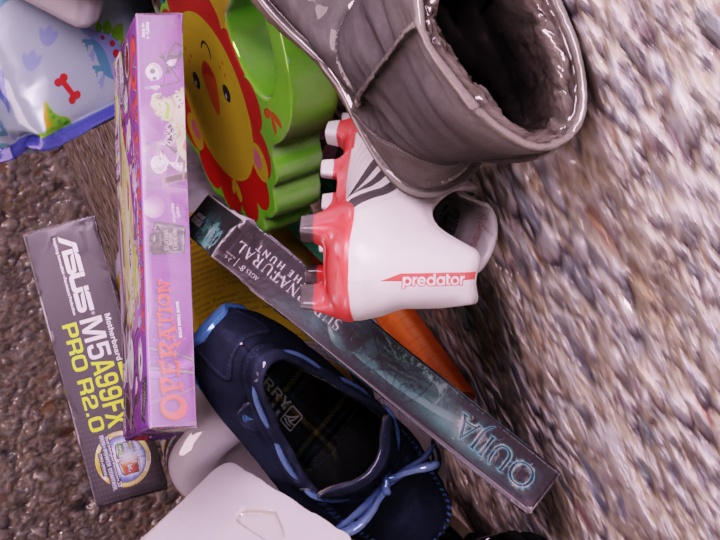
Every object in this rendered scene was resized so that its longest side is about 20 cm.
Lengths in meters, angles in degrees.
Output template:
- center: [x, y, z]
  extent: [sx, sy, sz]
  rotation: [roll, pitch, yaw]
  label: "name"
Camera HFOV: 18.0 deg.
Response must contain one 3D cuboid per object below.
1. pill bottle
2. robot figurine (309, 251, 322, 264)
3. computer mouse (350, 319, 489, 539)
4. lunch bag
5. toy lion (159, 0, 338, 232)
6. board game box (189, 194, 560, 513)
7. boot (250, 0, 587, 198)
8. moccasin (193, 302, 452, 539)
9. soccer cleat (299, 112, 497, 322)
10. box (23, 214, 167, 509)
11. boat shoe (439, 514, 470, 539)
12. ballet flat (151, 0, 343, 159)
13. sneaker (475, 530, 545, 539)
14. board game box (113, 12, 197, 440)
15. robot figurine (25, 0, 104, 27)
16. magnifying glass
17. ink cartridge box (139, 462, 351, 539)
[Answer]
- center: [-0.075, 0.025, 1.277]
  extent: [0.112, 0.111, 0.201]
  rotation: [81, 171, -57]
  label: "pill bottle"
- center: [-0.065, 0.051, 1.422]
  extent: [0.200, 0.144, 0.117]
  rotation: [40, -175, -31]
  label: "robot figurine"
- center: [0.030, 0.098, 1.301]
  extent: [0.110, 0.044, 0.201]
  rotation: [8, -124, -65]
  label: "computer mouse"
- center: [-0.174, -0.178, 1.393]
  extent: [0.127, 0.199, 0.171]
  rotation: [-10, 106, 51]
  label: "lunch bag"
- center: [-0.059, -0.111, 1.145]
  extent: [0.200, 0.068, 0.193]
  rotation: [18, 125, 67]
  label: "toy lion"
- center: [0.001, 0.038, 1.124]
  extent: [0.200, 0.028, 0.135]
  rotation: [39, 178, -11]
  label: "board game box"
- center: [0.010, -0.109, 0.881]
  extent: [0.182, 0.072, 0.200]
  rotation: [53, 177, 2]
  label: "boot"
- center: [-0.015, 0.096, 1.163]
  extent: [0.200, 0.081, 0.068]
  rotation: [39, 174, -39]
  label: "moccasin"
- center: [0.021, -0.026, 1.040]
  extent: [0.200, 0.084, 0.069]
  rotation: [-75, -12, -71]
  label: "soccer cleat"
- center: [-0.160, 0.051, 1.355]
  extent: [0.200, 0.044, 0.161]
  rotation: [174, 82, -82]
  label: "box"
- center: [0.076, 0.240, 1.362]
  extent: [0.072, 0.067, 0.201]
  rotation: [87, 162, -68]
  label: "boat shoe"
- center: [-0.066, -0.128, 1.297]
  extent: [0.201, 0.069, 0.071]
  rotation: [60, -178, 29]
  label: "ballet flat"
- center: [0.089, 0.202, 1.235]
  extent: [0.201, 0.075, 0.116]
  rotation: [117, 138, -69]
  label: "sneaker"
- center: [-0.104, -0.018, 1.142]
  extent: [0.120, 0.032, 0.202]
  rotation: [154, 115, -73]
  label: "board game box"
- center: [-0.144, -0.228, 1.228]
  extent: [0.112, 0.170, 0.201]
  rotation: [25, 134, 3]
  label: "robot figurine"
- center: [0.000, 0.000, 1.263]
  extent: [0.079, 0.022, 0.200]
  rotation: [13, -147, -56]
  label: "magnifying glass"
- center: [-0.022, 0.214, 1.187]
  extent: [0.145, 0.083, 0.201]
  rotation: [22, 148, 54]
  label: "ink cartridge box"
